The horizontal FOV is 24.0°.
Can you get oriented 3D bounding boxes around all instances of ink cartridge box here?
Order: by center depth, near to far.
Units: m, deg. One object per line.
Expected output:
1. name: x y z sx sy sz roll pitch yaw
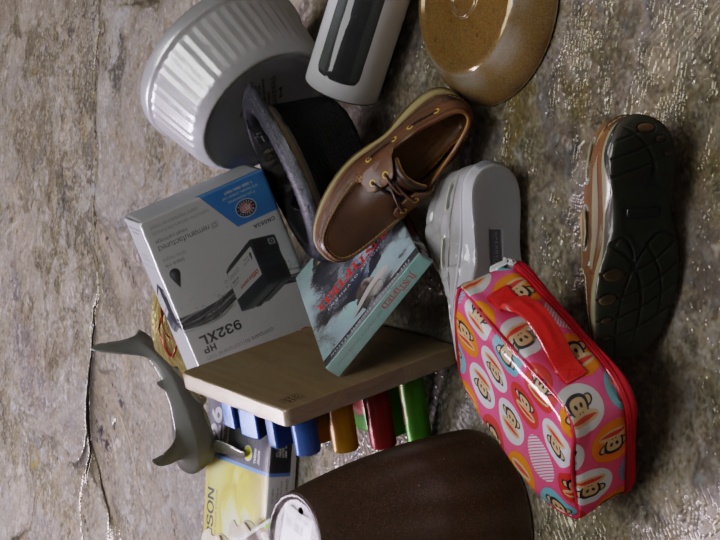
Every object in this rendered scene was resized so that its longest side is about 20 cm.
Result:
1. ink cartridge box: -0.139 0.009 1.778 0.201 0.145 0.084 69 165 -14
2. ink cartridge box: -0.142 0.241 1.944 0.200 0.047 0.199 8 97 54

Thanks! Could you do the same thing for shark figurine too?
1. shark figurine: -0.212 0.167 1.877 0.128 0.089 0.215 16 137 45

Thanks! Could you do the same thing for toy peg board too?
1. toy peg board: -0.036 0.132 1.666 0.200 0.198 0.098 12 116 55

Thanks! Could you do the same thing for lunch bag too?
1. lunch bag: 0.150 0.090 1.413 0.200 0.082 0.177 52 161 40

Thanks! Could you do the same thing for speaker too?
1. speaker: 0.009 -0.273 1.697 0.081 0.081 0.201 47 126 46

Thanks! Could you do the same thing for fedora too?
1. fedora: -0.045 -0.112 1.706 0.201 0.091 0.201 156 90 -81

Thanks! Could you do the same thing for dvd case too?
1. dvd case: 0.000 0.000 1.653 0.146 0.022 0.200 -51 25 14

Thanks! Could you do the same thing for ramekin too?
1. ramekin: -0.127 -0.197 1.804 0.094 0.202 0.203 49 129 30

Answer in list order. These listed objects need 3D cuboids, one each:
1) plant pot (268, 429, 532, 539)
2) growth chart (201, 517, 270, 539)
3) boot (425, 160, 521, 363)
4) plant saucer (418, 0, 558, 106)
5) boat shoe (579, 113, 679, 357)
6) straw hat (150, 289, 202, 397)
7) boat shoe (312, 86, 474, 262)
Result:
1. plant pot: 0.023 0.243 1.554 0.187 0.199 0.188 -3 86 57
2. growth chart: -0.108 0.340 1.848 0.199 0.018 0.145 -20 78 36
3. boot: 0.103 0.002 1.570 0.095 0.073 0.201 175 100 -66
4. plant saucer: 0.109 -0.256 1.585 0.200 0.035 0.201 -1 89 57
5. boat shoe: 0.217 -0.030 1.392 0.074 0.075 0.201 -146 59 -70
6. straw hat: -0.159 0.052 1.936 0.201 0.085 0.202 -6 83 56
7. boat shoe: 0.031 -0.088 1.590 0.200 0.072 0.068 -48 18 2
